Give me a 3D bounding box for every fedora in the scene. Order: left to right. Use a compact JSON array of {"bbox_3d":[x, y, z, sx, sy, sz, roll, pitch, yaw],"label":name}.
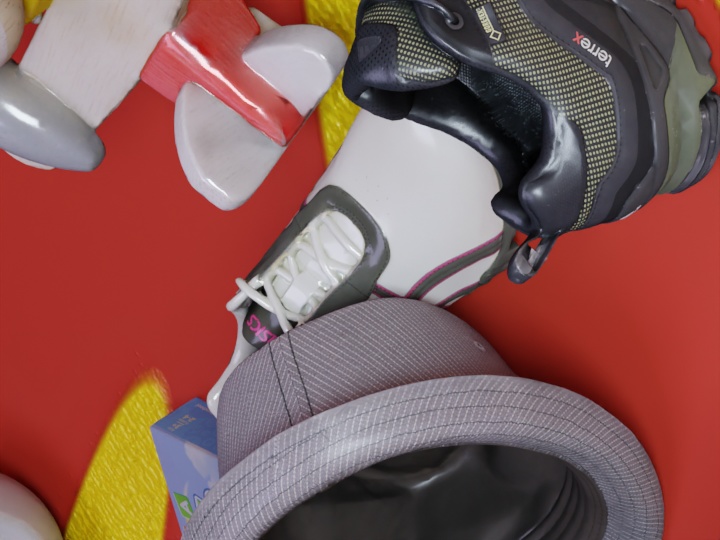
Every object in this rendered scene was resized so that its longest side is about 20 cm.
[{"bbox_3d":[0.014,0.078,0.803,0.200,0.177,0.090,33,-152,-47],"label":"fedora"}]

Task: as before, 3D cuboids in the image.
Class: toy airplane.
[{"bbox_3d":[-0.104,-0.102,0.801,0.199,0.141,0.200,25,135,42],"label":"toy airplane"}]

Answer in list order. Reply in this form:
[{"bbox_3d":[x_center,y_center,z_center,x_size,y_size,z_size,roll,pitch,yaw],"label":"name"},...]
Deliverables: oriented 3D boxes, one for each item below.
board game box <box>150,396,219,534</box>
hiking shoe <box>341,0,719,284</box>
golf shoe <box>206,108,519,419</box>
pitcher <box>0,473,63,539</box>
[{"bbox_3d":[-0.012,0.156,1.007,0.200,0.037,0.151,20,132,47],"label":"board game box"},{"bbox_3d":[0.030,-0.098,0.669,0.200,0.101,0.076,56,148,5],"label":"hiking shoe"},{"bbox_3d":[0.000,0.000,0.810,0.077,0.088,0.200,48,146,20],"label":"golf shoe"},{"bbox_3d":[-0.233,0.194,1.295,0.172,0.121,0.200,45,163,-16],"label":"pitcher"}]
